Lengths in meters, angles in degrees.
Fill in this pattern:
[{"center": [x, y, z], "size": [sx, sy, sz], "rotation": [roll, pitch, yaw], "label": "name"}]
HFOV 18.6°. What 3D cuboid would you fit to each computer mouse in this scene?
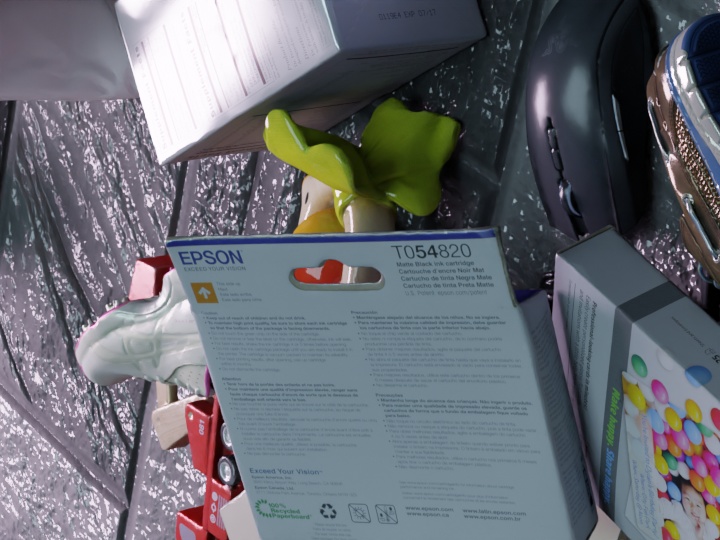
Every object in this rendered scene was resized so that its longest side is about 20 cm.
[{"center": [0.134, -0.051, 1.154], "size": [0.140, 0.046, 0.200], "rotation": [20, 112, 50], "label": "computer mouse"}]

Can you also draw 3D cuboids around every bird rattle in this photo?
[{"center": [0.000, 0.000, 1.305], "size": [0.163, 0.113, 0.200], "rotation": [171, 94, -74], "label": "bird rattle"}]

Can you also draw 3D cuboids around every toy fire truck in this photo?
[{"center": [-0.105, 0.101, 1.485], "size": [0.141, 0.049, 0.200], "rotation": [28, 119, 46], "label": "toy fire truck"}]

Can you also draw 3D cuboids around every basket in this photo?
[{"center": [-0.214, -0.199, 1.450], "size": [0.136, 0.200, 0.123], "rotation": [-54, 51, 42], "label": "basket"}]

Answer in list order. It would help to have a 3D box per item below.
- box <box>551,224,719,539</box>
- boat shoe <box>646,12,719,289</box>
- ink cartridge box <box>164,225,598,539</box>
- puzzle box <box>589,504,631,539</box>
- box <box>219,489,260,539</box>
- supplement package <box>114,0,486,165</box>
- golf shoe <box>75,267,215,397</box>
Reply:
[{"center": [0.169, 0.095, 1.101], "size": [0.200, 0.041, 0.156], "rotation": [45, 151, 36], "label": "box"}, {"center": [0.197, -0.023, 1.071], "size": [0.072, 0.072, 0.200], "rotation": [-39, 67, 65], "label": "boat shoe"}, {"center": [0.012, 0.058, 1.170], "size": [0.200, 0.041, 0.200], "rotation": [0, 120, 27], "label": "ink cartridge box"}, {"center": [0.079, 0.138, 1.277], "size": [0.200, 0.025, 0.133], "rotation": [40, 127, 41], "label": "puzzle box"}, {"center": [-0.013, 0.222, 1.375], "size": [0.082, 0.068, 0.200], "rotation": [-37, 68, 48], "label": "box"}, {"center": [-0.041, -0.149, 1.303], "size": [0.200, 0.114, 0.110], "rotation": [-26, 78, 50], "label": "supplement package"}, {"center": [-0.112, 0.049, 1.392], "size": [0.200, 0.075, 0.092], "rotation": [-31, 78, 48], "label": "golf shoe"}]
